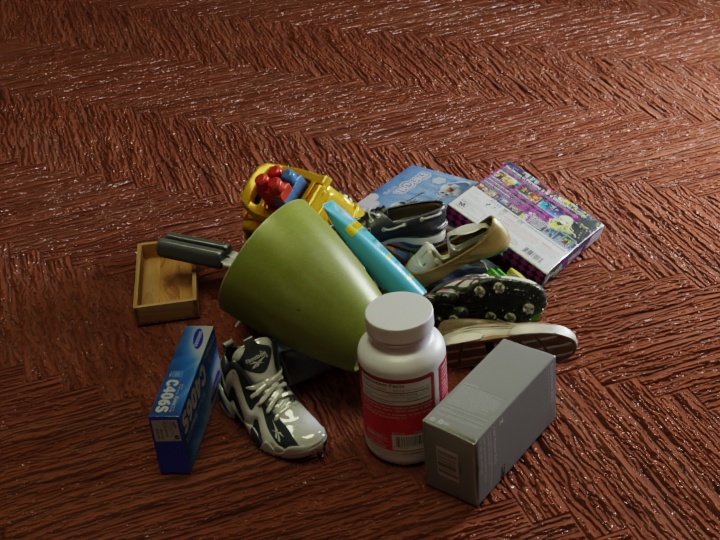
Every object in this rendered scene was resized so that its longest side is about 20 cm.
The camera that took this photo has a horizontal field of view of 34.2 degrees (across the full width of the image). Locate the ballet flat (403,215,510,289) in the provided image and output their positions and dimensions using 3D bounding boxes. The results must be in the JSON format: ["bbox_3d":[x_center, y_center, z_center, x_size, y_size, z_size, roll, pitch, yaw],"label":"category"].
[{"bbox_3d":[0.131,-0.029,1.796,0.199,0.063,0.069,-26,35,8],"label":"ballet flat"}]

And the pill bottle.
[{"bbox_3d":[0.054,0.134,1.472,0.111,0.201,0.113,-4,31,2],"label":"pill bottle"}]

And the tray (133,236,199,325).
[{"bbox_3d":[-0.310,0.014,1.882,0.098,0.037,0.200,-7,32,-4],"label":"tray"}]

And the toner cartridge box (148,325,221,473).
[{"bbox_3d":[-0.230,0.169,1.562,0.043,0.096,0.200,0,32,7],"label":"toner cartridge box"}]

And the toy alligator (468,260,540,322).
[{"bbox_3d":[0.224,0.030,1.761,0.054,0.059,0.200,30,12,-33],"label":"toy alligator"}]

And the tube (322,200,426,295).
[{"bbox_3d":[0.015,-0.026,1.744,0.050,0.200,0.077,-42,-1,7],"label":"tube"}]

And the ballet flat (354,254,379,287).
[{"bbox_3d":[0.000,0.000,1.821,0.067,0.073,0.200,0,32,8],"label":"ballet flat"}]

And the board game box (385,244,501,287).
[{"bbox_3d":[0.125,-0.019,1.883,0.102,0.020,0.200,-21,35,-27],"label":"board game box"}]

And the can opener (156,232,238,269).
[{"bbox_3d":[-0.227,-0.013,1.856,0.199,0.067,0.053,15,25,12],"label":"can opener"}]

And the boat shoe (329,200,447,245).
[{"bbox_3d":[0.039,-0.073,1.813,0.198,0.061,0.074,-4,31,-9],"label":"boat shoe"}]

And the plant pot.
[{"bbox_3d":[-0.056,0.038,1.575,0.200,0.188,0.187,37,46,14],"label":"plant pot"}]

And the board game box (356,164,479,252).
[{"bbox_3d":[0.112,-0.101,1.959,0.198,0.044,0.200,17,38,32],"label":"board game box"}]

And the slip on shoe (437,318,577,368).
[{"bbox_3d":[0.201,0.094,1.637,0.198,0.076,0.061,-7,42,12],"label":"slip on shoe"}]

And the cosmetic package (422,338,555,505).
[{"bbox_3d":[0.164,0.185,1.464,0.090,0.107,0.200,19,41,35],"label":"cosmetic package"}]

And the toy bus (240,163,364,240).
[{"bbox_3d":[-0.124,-0.107,1.871,0.199,0.192,0.136,17,70,36],"label":"toy bus"}]

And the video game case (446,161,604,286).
[{"bbox_3d":[0.263,-0.079,1.882,0.200,0.036,0.181,36,47,20],"label":"video game case"}]

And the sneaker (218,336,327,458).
[{"bbox_3d":[-0.123,0.154,1.535,0.079,0.130,0.199,-25,36,-26],"label":"sneaker"}]

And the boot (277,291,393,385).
[{"bbox_3d":[-0.013,0.113,1.643,0.199,0.073,0.182,-16,33,-19],"label":"boot"}]

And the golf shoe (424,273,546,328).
[{"bbox_3d":[0.182,0.031,1.696,0.199,0.078,0.088,-6,27,34],"label":"golf shoe"}]

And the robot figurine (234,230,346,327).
[{"bbox_3d":[-0.107,0.016,1.744,0.199,0.113,0.170,-24,42,13],"label":"robot figurine"}]
